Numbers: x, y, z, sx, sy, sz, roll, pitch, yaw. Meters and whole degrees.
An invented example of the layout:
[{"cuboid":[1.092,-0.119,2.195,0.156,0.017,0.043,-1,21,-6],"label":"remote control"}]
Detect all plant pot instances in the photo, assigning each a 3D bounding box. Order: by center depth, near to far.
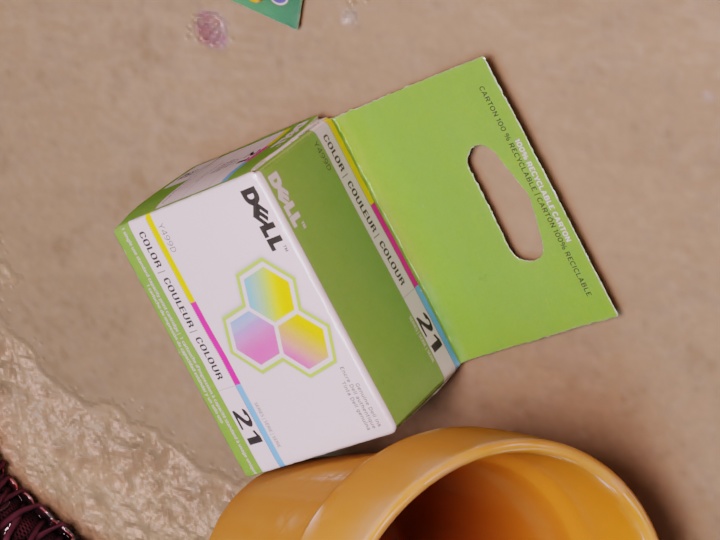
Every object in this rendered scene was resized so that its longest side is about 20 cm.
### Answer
[{"cuboid":[0.018,0.168,1.145,0.183,0.200,0.201,10,123,57],"label":"plant pot"}]

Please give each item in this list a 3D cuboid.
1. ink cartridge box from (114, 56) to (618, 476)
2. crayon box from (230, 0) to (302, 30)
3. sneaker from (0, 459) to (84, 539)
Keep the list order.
[{"cuboid":[0.000,0.000,1.136,0.200,0.076,0.148,-20,103,40],"label":"ink cartridge box"},{"cuboid":[-0.076,-0.212,1.086,0.125,0.052,0.201,25,126,19],"label":"crayon box"},{"cuboid":[-0.210,0.140,1.351,0.199,0.076,0.116,17,120,25],"label":"sneaker"}]
